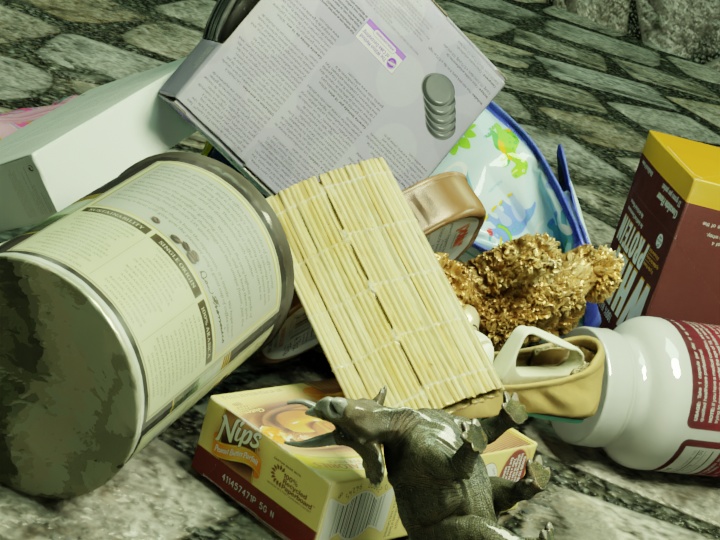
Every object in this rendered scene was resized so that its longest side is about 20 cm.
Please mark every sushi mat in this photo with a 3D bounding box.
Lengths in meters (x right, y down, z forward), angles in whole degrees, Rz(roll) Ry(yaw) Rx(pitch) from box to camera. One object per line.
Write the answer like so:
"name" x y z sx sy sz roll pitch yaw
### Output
"sushi mat" 0.010 0.015 1.116 0.095 0.012 0.201 -20 57 -10

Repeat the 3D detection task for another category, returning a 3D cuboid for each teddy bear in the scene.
"teddy bear" 0.102 0.028 1.226 0.199 0.144 0.067 8 58 -53

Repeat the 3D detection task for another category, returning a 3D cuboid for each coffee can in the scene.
"coffee can" -0.146 0.027 1.054 0.145 0.148 0.200 22 27 16

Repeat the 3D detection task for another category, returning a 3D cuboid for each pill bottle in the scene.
"pill bottle" 0.244 0.094 1.299 0.198 0.114 0.113 8 20 -25

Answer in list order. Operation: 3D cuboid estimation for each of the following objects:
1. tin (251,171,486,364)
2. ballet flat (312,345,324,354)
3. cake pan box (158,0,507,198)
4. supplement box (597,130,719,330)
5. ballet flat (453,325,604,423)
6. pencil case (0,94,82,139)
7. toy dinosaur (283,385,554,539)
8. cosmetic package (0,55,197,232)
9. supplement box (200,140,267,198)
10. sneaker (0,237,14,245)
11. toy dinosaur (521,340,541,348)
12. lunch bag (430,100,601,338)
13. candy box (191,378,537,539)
"tin" 0.000 0.000 1.207 0.199 0.112 0.042 -30 76 -17
"ballet flat" 0.017 0.076 1.277 0.199 0.047 0.067 34 -4 27
"cake pan box" -0.020 -0.133 1.254 0.200 0.185 0.052 41 -8 -25
"supplement box" 0.309 0.019 1.433 0.195 0.202 0.133 13 19 -12
"ballet flat" 0.083 0.064 1.149 0.199 0.064 0.069 2 23 -40
"pencil case" -0.283 -0.099 1.443 0.087 0.088 0.200 24 20 22
"toy dinosaur" 0.055 0.131 1.005 0.201 0.102 0.077 56 39 -13
"cosmetic package" -0.205 -0.089 1.264 0.150 0.052 0.200 -8 21 42
"supplement box" -0.061 -0.104 1.404 0.108 0.110 0.201 29 33 -9
"sneaker" -0.192 0.017 1.192 0.199 0.082 0.076 1 22 -45
"toy dinosaur" 0.080 0.066 1.362 0.100 0.059 0.200 7 6 19
"lunch bag" 0.113 -0.036 1.393 0.200 0.127 0.170 44 -8 21
"candy box" 0.006 0.117 1.114 0.199 0.056 0.115 -3 27 -47
